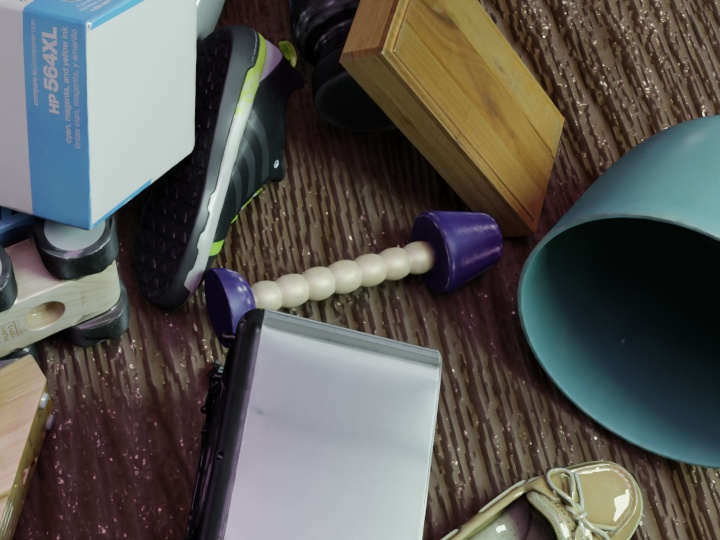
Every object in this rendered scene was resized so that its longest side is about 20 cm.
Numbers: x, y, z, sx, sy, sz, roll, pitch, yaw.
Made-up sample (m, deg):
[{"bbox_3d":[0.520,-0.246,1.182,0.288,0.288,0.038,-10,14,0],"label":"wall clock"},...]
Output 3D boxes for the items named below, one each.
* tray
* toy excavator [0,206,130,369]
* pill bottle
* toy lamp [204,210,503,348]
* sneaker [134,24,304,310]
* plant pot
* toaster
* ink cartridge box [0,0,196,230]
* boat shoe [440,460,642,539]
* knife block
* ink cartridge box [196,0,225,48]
[{"bbox_3d":[0.068,-0.117,0.852,0.037,0.200,0.099,-4,57,38],"label":"tray"},{"bbox_3d":[-0.262,-0.026,0.810,0.194,0.100,0.200,-24,59,-18],"label":"toy excavator"},{"bbox_3d":[0.004,-0.205,0.912,0.111,0.112,0.201,1,67,-9],"label":"pill bottle"},{"bbox_3d":[0.000,0.000,0.844,0.199,0.058,0.058,-12,69,-23],"label":"toy lamp"},{"bbox_3d":[-0.081,-0.064,0.857,0.083,0.072,0.201,24,79,-39],"label":"sneaker"},{"bbox_3d":[0.223,-0.002,0.822,0.200,0.201,0.161,34,53,6],"label":"plant pot"},{"bbox_3d":[-0.038,0.125,0.725,0.118,0.181,0.201,12,66,-8],"label":"toaster"},{"bbox_3d":[-0.213,-0.126,0.770,0.199,0.126,0.129,15,32,15],"label":"ink cartridge box"},{"bbox_3d":[0.096,0.168,0.786,0.200,0.063,0.073,-19,69,-23],"label":"boat shoe"},{"bbox_3d":[-0.285,0.132,0.740,0.175,0.064,0.201,14,65,-4],"label":"knife block"},{"bbox_3d":[-0.187,-0.226,0.879,0.199,0.084,0.147,22,89,1],"label":"ink cartridge box"}]
